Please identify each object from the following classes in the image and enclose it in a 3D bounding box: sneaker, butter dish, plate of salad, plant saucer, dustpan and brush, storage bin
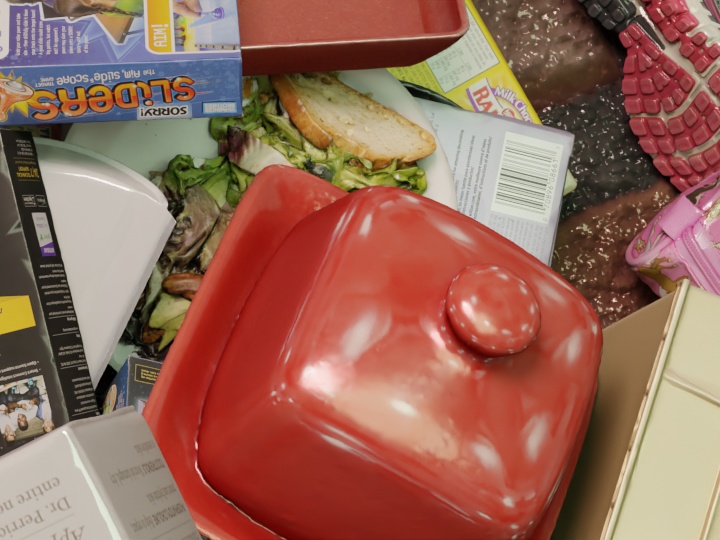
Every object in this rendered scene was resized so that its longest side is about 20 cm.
[{"bbox_3d":[0.176,-0.128,1.539,0.075,0.081,0.200,-29,96,-48],"label":"sneaker"},{"bbox_3d":[0.030,0.044,1.289,0.199,0.148,0.200,32,54,-11],"label":"butter dish"},{"bbox_3d":[-0.049,-0.025,1.395,0.200,0.048,0.200,1,83,-11],"label":"plate of salad"},{"bbox_3d":[-0.057,-0.156,1.425,0.199,0.037,0.200,-4,41,-5],"label":"plant saucer"},{"bbox_3d":[-0.195,-0.020,1.365,0.200,0.057,0.140,27,104,2],"label":"dustpan and brush"},{"bbox_3d":[0.135,0.124,1.406,0.094,0.200,0.199,22,73,-11],"label":"storage bin"}]

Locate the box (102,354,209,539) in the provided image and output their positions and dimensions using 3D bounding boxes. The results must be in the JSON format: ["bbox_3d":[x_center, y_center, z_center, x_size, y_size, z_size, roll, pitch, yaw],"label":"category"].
[{"bbox_3d":[-0.023,0.126,1.341,0.200,0.038,0.137,15,50,-18],"label":"box"}]

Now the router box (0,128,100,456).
[{"bbox_3d":[-0.228,0.036,1.310,0.200,0.052,0.158,-14,88,10],"label":"router box"}]

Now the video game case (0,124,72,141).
[{"bbox_3d":[-0.232,0.009,1.406,0.182,0.024,0.200,6,76,-17],"label":"video game case"}]

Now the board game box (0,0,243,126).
[{"bbox_3d":[-0.126,-0.142,1.354,0.135,0.034,0.200,-2,41,-3],"label":"board game box"}]

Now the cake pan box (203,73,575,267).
[{"bbox_3d":[0.000,0.000,1.450,0.184,0.052,0.200,12,81,-11],"label":"cake pan box"}]

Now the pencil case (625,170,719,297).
[{"bbox_3d":[0.222,0.039,1.509,0.083,0.087,0.200,-42,95,-25],"label":"pencil case"}]

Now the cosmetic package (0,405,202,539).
[{"bbox_3d":[-0.132,0.181,1.175,0.167,0.166,0.200,-25,88,4],"label":"cosmetic package"}]

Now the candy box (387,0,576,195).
[{"bbox_3d":[0.019,-0.105,1.507,0.102,0.026,0.200,-29,89,-19],"label":"candy box"}]
